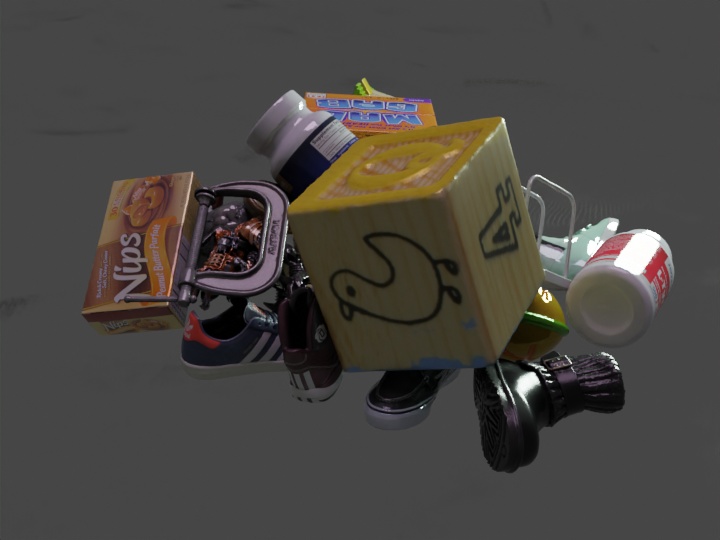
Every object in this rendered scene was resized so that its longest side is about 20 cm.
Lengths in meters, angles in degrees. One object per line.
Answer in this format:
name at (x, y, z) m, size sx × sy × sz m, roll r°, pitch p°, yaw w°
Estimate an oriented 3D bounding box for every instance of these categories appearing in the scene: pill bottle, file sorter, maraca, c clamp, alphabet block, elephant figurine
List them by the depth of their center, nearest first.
alphabet block at (0.066, -0.027, 1.180) m, size 0.194 × 0.201 × 0.197 m, roll -6°, pitch 26°, yaw 30°
c clamp at (-0.170, -0.036, 1.291) m, size 0.169 × 0.027 × 0.201 m, roll 7°, pitch 53°, yaw 6°
maraca at (0.156, 0.052, 1.327) m, size 0.199 × 0.108 × 0.137 m, roll 12°, pitch -10°, yaw 32°
file sorter at (0.163, -0.049, 1.431) m, size 0.199 × 0.126 × 0.138 m, roll 2°, pitch -11°, yaw 38°
pill bottle at (-0.047, -0.134, 1.432) m, size 0.200 × 0.116 × 0.116 m, roll 42°, pitch 29°, yaw 1°
pill bottle at (0.348, 0.016, 1.438) m, size 0.111 × 0.113 × 0.200 m, roll 14°, pitch 25°, yaw 23°
elephant figurine at (-0.229, -0.026, 1.447) m, size 0.198 × 0.143 × 0.155 m, roll -8°, pitch -9°, yaw 12°

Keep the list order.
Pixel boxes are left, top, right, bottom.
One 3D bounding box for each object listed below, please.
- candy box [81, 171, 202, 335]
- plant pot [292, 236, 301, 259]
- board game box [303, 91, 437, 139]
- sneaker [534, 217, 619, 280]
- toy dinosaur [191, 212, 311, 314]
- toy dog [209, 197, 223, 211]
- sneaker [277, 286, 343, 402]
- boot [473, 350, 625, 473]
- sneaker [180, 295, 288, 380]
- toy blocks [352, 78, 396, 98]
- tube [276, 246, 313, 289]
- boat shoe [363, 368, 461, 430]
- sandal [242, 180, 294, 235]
candy box at (-0.262, -0.023, 1.348) m, size 0.114 × 0.055 × 0.202 m, roll -6°, pitch 56°, yaw 16°
plant pot at (0.000, 0.000, 1.464) m, size 0.198 × 0.028 × 0.200 m, roll 19°, pitch 8°, yaw -3°
board game box at (0.007, -0.141, 1.640) m, size 0.198 × 0.202 × 0.200 m, roll 3°, pitch 23°, yaw -2°
sneaker at (0.307, -0.042, 1.609) m, size 0.117 × 0.074 × 0.200 m, roll 19°, pitch 29°, yaw 18°
toy dinosaur at (-0.121, -0.018, 1.334) m, size 0.136 × 0.200 × 0.102 m, roll 42°, pitch -11°, yaw 6°
toy dog at (-0.262, -0.077, 1.581) m, size 0.198 × 0.097 × 0.132 m, roll 1°, pitch 23°, yaw -7°
sneaker at (-0.039, 0.040, 1.231) m, size 0.075 × 0.116 × 0.201 m, roll 0°, pitch 46°, yaw 20°
boot at (0.207, 0.143, 1.159) m, size 0.156 × 0.080 × 0.211 m, roll 3°, pitch 22°, yaw -1°
sneaker at (-0.112, 0.069, 1.276) m, size 0.198 × 0.085 × 0.075 m, roll -9°, pitch 26°, yaw -28°
toy blocks at (0.047, -0.310, 2.208) m, size 0.136 × 0.101 × 0.200 m, roll 19°, pitch 25°, yaw 7°
tube at (-0.089, 0.005, 1.486) m, size 0.058 × 0.052 × 0.200 m, roll 35°, pitch 1°, yaw -33°
boat shoe at (0.060, 0.110, 1.224) m, size 0.071 × 0.072 × 0.200 m, roll 13°, pitch 24°, yaw 21°
sandal at (-0.097, -0.077, 1.473) m, size 0.199 × 0.054 × 0.081 m, roll 1°, pitch 49°, yaw -57°
